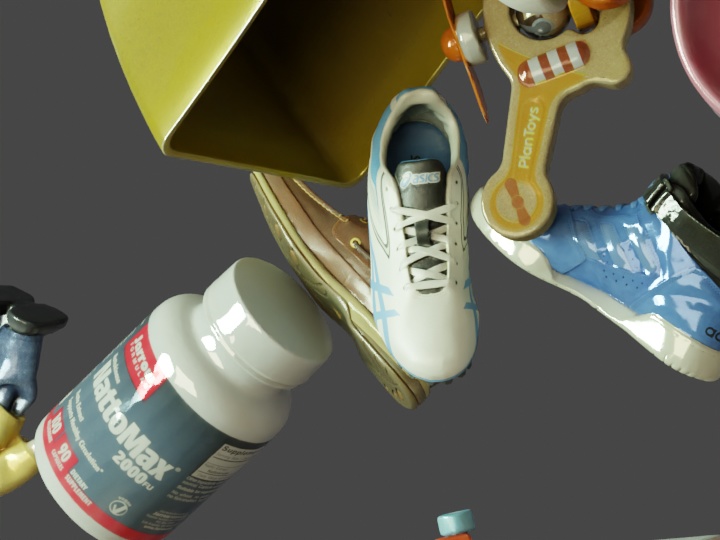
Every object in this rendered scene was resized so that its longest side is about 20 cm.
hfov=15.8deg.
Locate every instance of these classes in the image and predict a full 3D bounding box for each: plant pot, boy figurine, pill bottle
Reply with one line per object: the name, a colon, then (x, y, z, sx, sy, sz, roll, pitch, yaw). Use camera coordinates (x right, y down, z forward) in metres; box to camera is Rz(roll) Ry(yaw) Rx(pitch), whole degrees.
plant pot: (-0.057, -0.194, 1.678, 0.177, 0.200, 0.200, 49, 114, 31)
boy figurine: (-0.271, 0.117, 1.880, 0.124, 0.064, 0.201, 22, 104, 27)
pill bottle: (-0.118, 0.087, 1.759, 0.200, 0.119, 0.120, -44, 72, 24)

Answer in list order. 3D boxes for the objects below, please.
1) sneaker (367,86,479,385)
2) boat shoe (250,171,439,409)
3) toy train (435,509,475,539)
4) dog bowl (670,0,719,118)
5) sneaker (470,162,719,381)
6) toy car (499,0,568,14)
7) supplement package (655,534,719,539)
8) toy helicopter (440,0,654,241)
sneaker: (0.038, -0.024, 1.655, 0.071, 0.073, 0.201, -6, 65, 4)
boat shoe: (0.000, 0.000, 1.724, 0.067, 0.072, 0.200, -36, 68, -9)
toy train: (0.060, 0.253, 1.652, 0.055, 0.150, 0.201, -12, 91, -5)
dog bowl: (0.274, -0.159, 1.548, 0.199, 0.074, 0.201, 1, 93, 29)
sneaker: (0.168, -0.028, 1.616, 0.200, 0.077, 0.112, 36, 105, 29)
toy car: (0.139, -0.257, 1.503, 0.174, 0.201, 0.150, -16, 128, 23)
supplement package: (0.169, 0.274, 1.609, 0.113, 0.109, 0.201, -9, 88, 30)
toy helicopter: (0.102, -0.118, 1.607, 0.132, 0.079, 0.201, 9, 81, 14)
